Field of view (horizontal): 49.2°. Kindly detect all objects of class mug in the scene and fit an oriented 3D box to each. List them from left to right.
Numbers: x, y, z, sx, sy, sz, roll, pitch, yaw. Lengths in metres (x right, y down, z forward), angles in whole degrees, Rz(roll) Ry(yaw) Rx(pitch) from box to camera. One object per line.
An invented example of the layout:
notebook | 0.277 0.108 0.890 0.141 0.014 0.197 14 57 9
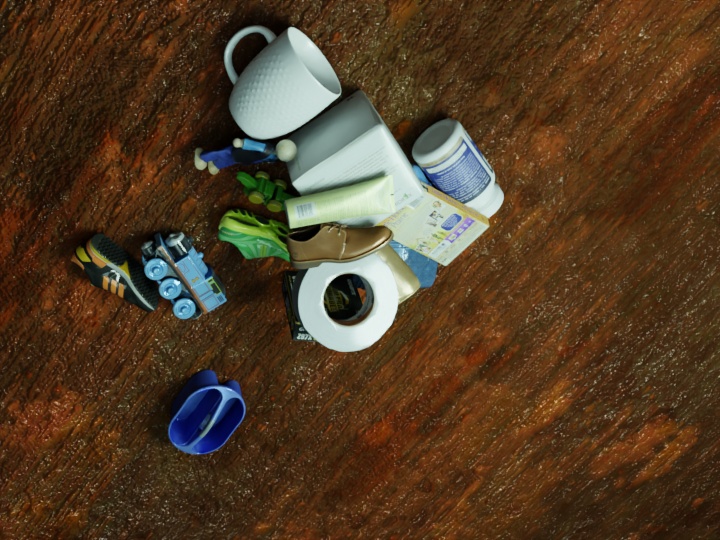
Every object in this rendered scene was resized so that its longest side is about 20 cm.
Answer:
mug | -0.162 -0.345 1.421 0.175 0.148 0.201 -34 99 21

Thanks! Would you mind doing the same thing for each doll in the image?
doll | -0.206 -0.217 1.470 0.198 0.136 0.049 -4 82 27

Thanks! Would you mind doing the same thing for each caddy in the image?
caddy | -0.348 0.325 1.775 0.141 0.105 0.201 28 110 -27

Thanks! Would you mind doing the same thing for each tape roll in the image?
tape roll | -0.030 0.051 1.513 0.198 0.066 0.202 -2 97 -15

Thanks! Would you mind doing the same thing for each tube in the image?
tube | -0.035 -0.118 1.400 0.198 0.052 0.058 -12 165 -7

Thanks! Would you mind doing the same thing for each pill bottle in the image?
pill bottle | 0.203 -0.199 1.599 0.115 0.116 0.200 -37 120 9

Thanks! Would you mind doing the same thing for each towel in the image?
towel | 0.079 -0.013 1.673 0.198 0.048 0.113 -2 105 -33

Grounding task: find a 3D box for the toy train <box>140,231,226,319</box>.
toy train | -0.362 0.008 1.606 0.114 0.087 0.201 -32 120 -5

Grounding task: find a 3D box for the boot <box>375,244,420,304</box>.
boot | 0.000 0.000 1.578 0.174 0.066 0.201 -34 105 3

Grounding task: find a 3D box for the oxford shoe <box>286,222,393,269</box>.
oxford shoe | -0.039 -0.057 1.421 0.198 0.072 0.072 -11 121 5

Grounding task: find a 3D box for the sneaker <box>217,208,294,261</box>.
sneaker | -0.201 -0.061 1.618 0.199 0.075 0.084 25 131 -24

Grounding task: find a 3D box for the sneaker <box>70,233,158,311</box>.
sneaker | -0.496 0.016 1.592 0.089 0.070 0.200 -25 123 20

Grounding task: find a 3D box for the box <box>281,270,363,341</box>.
box | -0.075 0.076 1.642 0.158 0.201 0.050 4 120 -15

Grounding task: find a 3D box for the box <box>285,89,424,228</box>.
box | -0.018 -0.197 1.497 0.199 0.200 0.172 -31 122 7

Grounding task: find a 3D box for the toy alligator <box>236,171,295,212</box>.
toy alligator | -0.167 -0.144 1.582 0.199 0.060 0.054 24 153 -25

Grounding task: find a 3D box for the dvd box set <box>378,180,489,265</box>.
dvd box set | 0.140 -0.096 1.601 0.199 0.030 0.146 24 132 -23

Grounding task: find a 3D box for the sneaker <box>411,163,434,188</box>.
sneaker | 0.146 -0.145 1.621 0.078 0.066 0.201 -2 139 20
